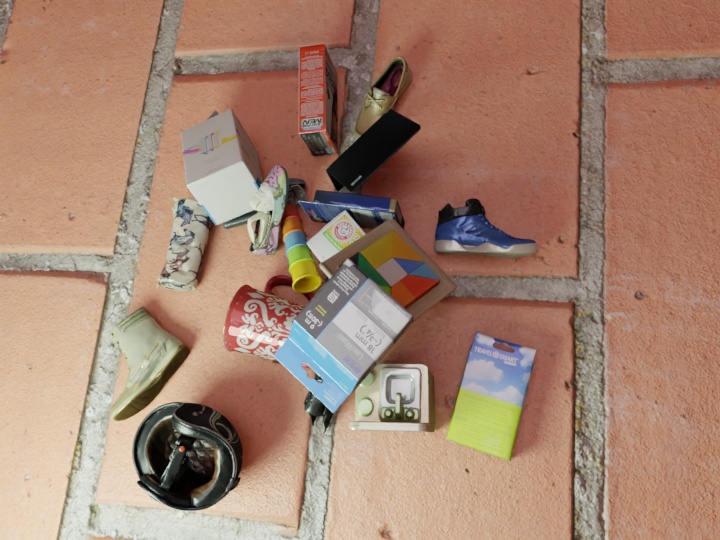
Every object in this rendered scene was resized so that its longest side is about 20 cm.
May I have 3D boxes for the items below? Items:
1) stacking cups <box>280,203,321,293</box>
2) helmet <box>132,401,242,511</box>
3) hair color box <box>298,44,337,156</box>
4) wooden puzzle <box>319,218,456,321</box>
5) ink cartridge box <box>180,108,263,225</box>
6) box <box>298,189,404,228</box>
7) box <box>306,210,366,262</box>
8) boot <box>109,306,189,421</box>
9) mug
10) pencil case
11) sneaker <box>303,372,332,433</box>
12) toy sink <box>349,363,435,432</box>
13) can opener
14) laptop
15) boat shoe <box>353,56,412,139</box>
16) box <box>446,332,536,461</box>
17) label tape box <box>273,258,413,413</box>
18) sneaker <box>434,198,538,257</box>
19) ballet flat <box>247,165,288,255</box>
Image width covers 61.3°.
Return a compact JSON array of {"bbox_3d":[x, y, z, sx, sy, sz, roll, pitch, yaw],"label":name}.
[{"bbox_3d":[-0.126,-0.053,1.233,0.060,0.061,0.202,-19,57,6],"label":"stacking cups"},{"bbox_3d":[-0.318,0.340,1.124,0.197,0.190,0.203,0,90,-21],"label":"helmet"},{"bbox_3d":[-0.089,-0.362,1.301,0.063,0.111,0.203,-3,76,11],"label":"hair color box"},{"bbox_3d":[0.054,0.006,1.086,0.199,0.037,0.185,-32,70,-31],"label":"wooden puzzle"},{"bbox_3d":[-0.287,-0.225,1.274,0.124,0.129,0.202,-22,51,4],"label":"ink cartridge box"},{"bbox_3d":[-0.016,-0.119,1.216,0.197,0.121,0.033,7,76,13],"label":"box"},{"bbox_3d":[0.000,0.000,1.186,0.101,0.113,0.200,-39,71,-3],"label":"box"},{"bbox_3d":[-0.472,0.191,1.256,0.154,0.072,0.200,38,80,17],"label":"boot"},{"bbox_3d":[-0.144,0.097,1.185,0.197,0.133,0.180,15,81,11],"label":"mug"},{"bbox_3d":[-0.375,-0.053,1.295,0.088,0.078,0.203,11,77,-5],"label":"pencil case"},{"bbox_3d":[-0.065,0.221,1.109,0.059,0.201,0.105,25,66,15],"label":"sneaker"},{"bbox_3d":[0.061,0.225,1.069,0.128,0.200,0.114,-2,75,12],"label":"toy sink"},{"bbox_3d":[-0.210,-0.147,1.311,0.197,0.054,0.067,-15,41,8],"label":"can opener"},{"bbox_3d":[0.029,-0.216,1.195,0.177,0.200,0.103,-42,77,-2],"label":"laptop"},{"bbox_3d":[0.042,-0.368,1.298,0.073,0.066,0.202,25,82,17],"label":"boat shoe"},{"bbox_3d":[0.240,0.229,1.111,0.120,0.048,0.203,15,79,14],"label":"box"},{"bbox_3d":[-0.030,0.106,0.980,0.144,0.063,0.200,40,83,10],"label":"label tape box"},{"bbox_3d":[0.244,-0.085,1.176,0.197,0.077,0.113,3,85,19],"label":"sneaker"},{"bbox_3d":[-0.192,-0.114,1.224,0.070,0.202,0.069,-13,42,-35],"label":"ballet flat"}]
